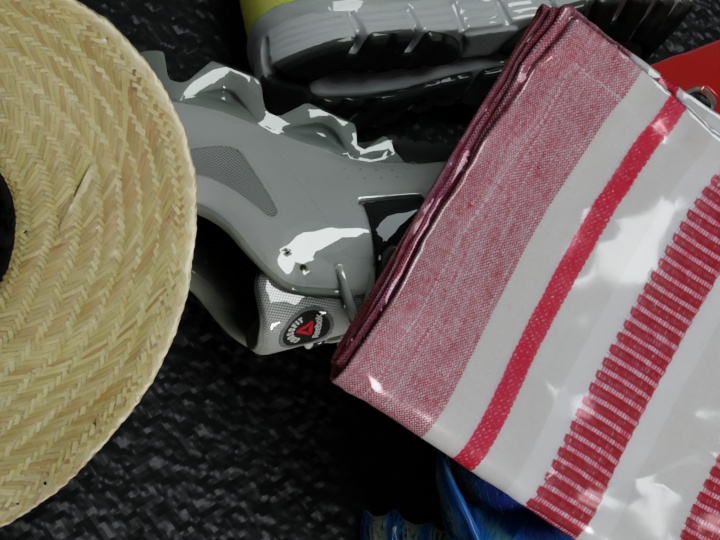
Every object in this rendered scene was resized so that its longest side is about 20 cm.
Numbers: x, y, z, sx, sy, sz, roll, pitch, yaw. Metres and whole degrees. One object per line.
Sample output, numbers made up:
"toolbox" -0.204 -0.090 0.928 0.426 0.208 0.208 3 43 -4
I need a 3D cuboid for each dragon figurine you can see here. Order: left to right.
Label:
"dragon figurine" 0.040 0.090 0.977 0.099 0.059 0.201 -17 72 -39

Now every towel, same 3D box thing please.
"towel" 0.105 0.025 0.964 0.200 0.023 0.145 33 79 -15

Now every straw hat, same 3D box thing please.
"straw hat" -0.156 -0.013 0.888 0.200 0.202 0.085 1 21 -33

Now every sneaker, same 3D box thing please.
"sneaker" 0.000 0.000 0.985 0.199 0.074 0.089 15 53 3
"sneaker" 0.038 -0.109 1.091 0.199 0.078 0.091 -4 57 -37

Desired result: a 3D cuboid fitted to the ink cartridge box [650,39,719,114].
"ink cartridge box" 0.141 0.024 1.080 0.116 0.067 0.201 -22 76 -42
